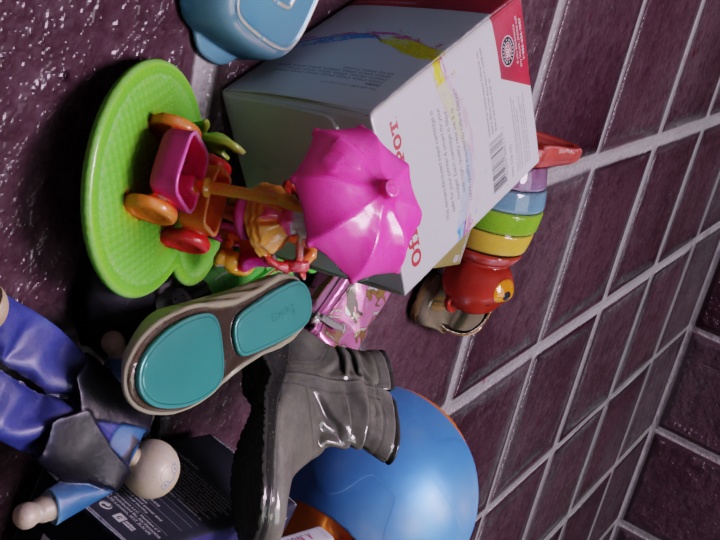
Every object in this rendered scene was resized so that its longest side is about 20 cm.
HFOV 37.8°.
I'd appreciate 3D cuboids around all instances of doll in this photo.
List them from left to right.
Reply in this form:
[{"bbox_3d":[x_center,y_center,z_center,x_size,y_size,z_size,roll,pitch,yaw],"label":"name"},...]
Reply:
[{"bbox_3d":[-0.183,0.095,0.658,0.200,0.048,0.138,48,52,-47],"label":"doll"}]

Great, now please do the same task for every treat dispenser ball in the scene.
[{"bbox_3d":[0.014,0.211,1.010,0.201,0.199,0.203,-42,146,-38],"label":"treat dispenser ball"}]

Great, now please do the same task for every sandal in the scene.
[{"bbox_3d":[0.122,0.042,1.232,0.199,0.053,0.082,5,107,-62],"label":"sandal"}]

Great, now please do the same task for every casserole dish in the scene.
[{"bbox_3d":[-0.050,-0.229,0.702,0.121,0.038,0.203,19,94,-64],"label":"casserole dish"}]

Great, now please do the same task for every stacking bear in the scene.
[{"bbox_3d":[0.141,-0.048,1.121,0.120,0.113,0.203,-9,118,-48],"label":"stacking bear"}]

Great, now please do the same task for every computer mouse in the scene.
[{"bbox_3d":[-0.160,0.064,0.749,0.059,0.034,0.202,-46,149,-35],"label":"computer mouse"}]

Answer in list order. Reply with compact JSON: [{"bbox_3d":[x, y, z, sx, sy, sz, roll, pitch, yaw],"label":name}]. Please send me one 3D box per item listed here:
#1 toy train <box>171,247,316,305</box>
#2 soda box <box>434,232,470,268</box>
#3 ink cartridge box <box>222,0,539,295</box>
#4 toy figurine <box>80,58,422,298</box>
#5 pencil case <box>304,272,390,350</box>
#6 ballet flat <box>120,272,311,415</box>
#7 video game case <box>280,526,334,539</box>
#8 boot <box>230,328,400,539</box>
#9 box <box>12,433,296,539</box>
[{"bbox_3d":[-0.079,-0.004,0.839,0.199,0.041,0.057,-38,133,-43],"label":"toy train"},{"bbox_3d":[0.088,-0.109,1.027,0.064,0.067,0.203,-9,119,-58],"label":"soda box"},{"bbox_3d":[0.021,-0.106,0.794,0.200,0.143,0.147,-42,133,-38],"label":"ink cartridge box"},{"bbox_3d":[-0.049,-0.035,0.670,0.200,0.181,0.152,59,44,-66],"label":"toy figurine"},{"bbox_3d":[0.000,0.000,0.942,0.083,0.086,0.201,48,65,-30],"label":"pencil case"},{"bbox_3d":[-0.109,0.047,0.722,0.199,0.069,0.071,-20,130,-57],"label":"ballet flat"},{"bbox_3d":[-0.114,0.297,0.811,0.202,0.023,0.182,-61,155,10],"label":"video game case"},{"bbox_3d":[-0.025,0.125,0.800,0.202,0.129,0.068,-89,-155,-43],"label":"boot"},{"bbox_3d":[-0.161,0.220,0.785,0.199,0.104,0.150,1,118,-61],"label":"box"}]
